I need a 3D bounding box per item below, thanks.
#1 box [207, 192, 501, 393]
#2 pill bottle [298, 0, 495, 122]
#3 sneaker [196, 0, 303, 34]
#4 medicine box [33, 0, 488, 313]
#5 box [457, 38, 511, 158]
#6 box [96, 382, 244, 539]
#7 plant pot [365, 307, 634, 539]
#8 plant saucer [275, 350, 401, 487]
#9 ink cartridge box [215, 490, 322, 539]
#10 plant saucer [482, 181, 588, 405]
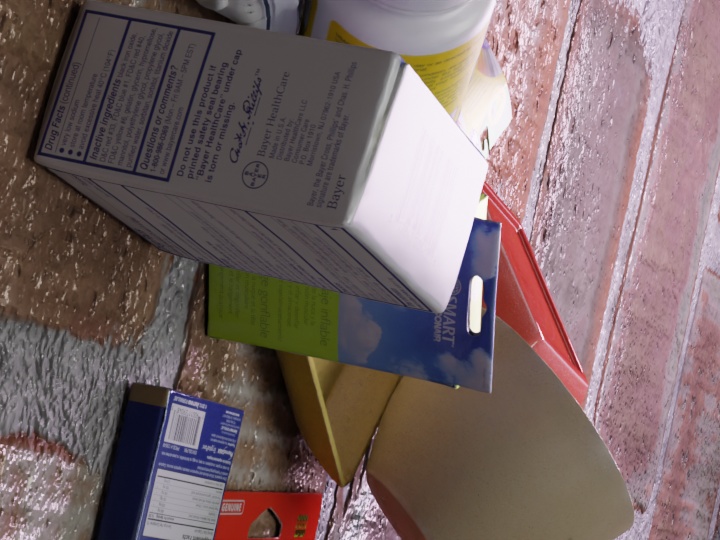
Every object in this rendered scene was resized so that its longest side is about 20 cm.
[{"bbox_3d":[0.000,0.000,1.612,0.048,0.200,0.122,-40,136,-59],"label":"box"},{"bbox_3d":[0.022,-0.156,1.559,0.200,0.114,0.114,107,6,-60],"label":"pill bottle"},{"bbox_3d":[-0.068,-0.180,1.545,0.200,0.071,0.073,101,0,-77],"label":"sneaker"},{"bbox_3d":[-0.053,-0.063,1.448,0.182,0.200,0.103,42,63,-66],"label":"medicine box"},{"bbox_3d":[0.037,-0.159,1.734,0.200,0.048,0.117,61,34,-19],"label":"box"},{"bbox_3d":[-0.129,0.177,1.598,0.121,0.032,0.200,27,73,-68],"label":"box"},{"bbox_3d":[0.084,0.145,1.830,0.134,0.200,0.200,-36,144,-11],"label":"plant pot"},{"bbox_3d":[-0.011,0.018,1.803,0.200,0.048,0.200,77,32,-46],"label":"plant saucer"},{"bbox_3d":[-0.063,0.245,1.787,0.200,0.044,0.174,14,88,-69],"label":"ink cartridge box"},{"bbox_3d":[0.119,0.012,1.992,0.200,0.037,0.200,69,10,22],"label":"plant saucer"}]
